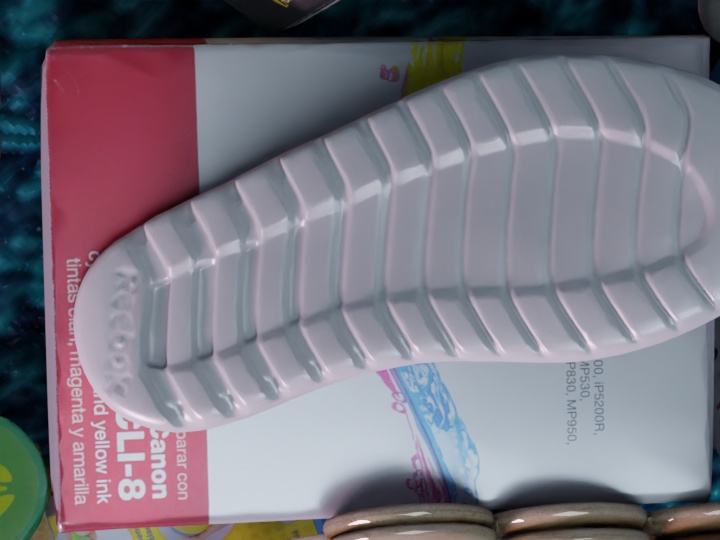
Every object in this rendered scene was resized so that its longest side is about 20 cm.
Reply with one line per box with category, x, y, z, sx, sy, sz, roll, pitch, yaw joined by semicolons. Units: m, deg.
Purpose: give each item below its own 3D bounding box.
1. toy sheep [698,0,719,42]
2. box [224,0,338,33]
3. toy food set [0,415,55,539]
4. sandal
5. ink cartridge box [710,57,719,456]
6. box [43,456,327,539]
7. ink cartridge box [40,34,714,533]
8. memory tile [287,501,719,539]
toy sheep;0.142;-0.125;0.667;0.137;0.138;0.201;-13;84;-3
box;-0.063;-0.188;0.664;0.200;0.049;0.160;33;63;-21
toy food set;-0.197;0.116;0.774;0.199;0.049;0.199;8;72;5
sandal;0.019;-0.009;0.639;0.202;0.050;0.083;-12;86;10
ink cartridge box;0.156;0.002;0.755;0.067;0.200;0.116;26;108;-21
box;-0.072;0.117;0.857;0.199;0.048;0.118;-20;117;-3
ink cartridge box;0.000;0.000;0.739;0.199;0.145;0.145;-2;92;-8
memory tile;0.034;0.099;0.750;0.153;0.200;0.017;2;74;-22
